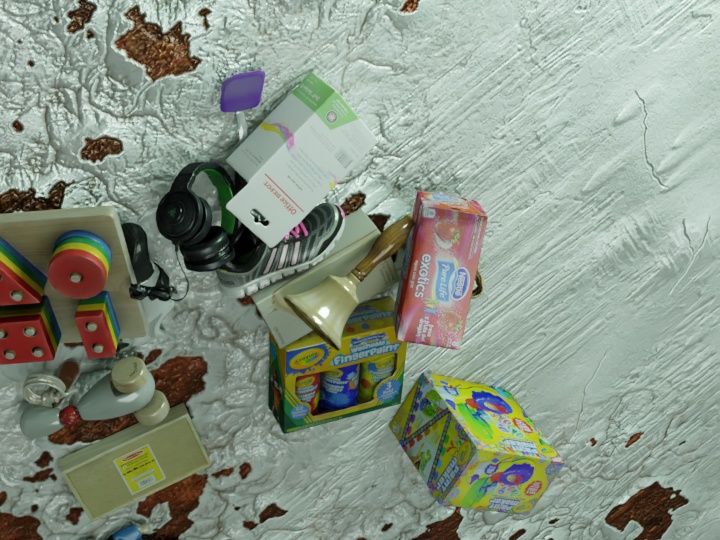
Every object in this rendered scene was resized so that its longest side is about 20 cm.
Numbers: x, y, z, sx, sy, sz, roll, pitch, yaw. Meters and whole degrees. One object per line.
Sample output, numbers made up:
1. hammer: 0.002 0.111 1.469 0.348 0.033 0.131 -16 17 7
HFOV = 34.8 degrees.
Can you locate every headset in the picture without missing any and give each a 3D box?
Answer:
1. headset: -0.219 -0.045 1.440 0.094 0.200 0.124 -2 141 26

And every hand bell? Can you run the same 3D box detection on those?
1. hand bell: 0.000 0.000 1.555 0.200 0.104 0.104 -47 134 -8

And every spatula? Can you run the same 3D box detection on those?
1. spatula: -0.152 -0.167 1.468 0.056 0.021 0.200 -13 129 -22

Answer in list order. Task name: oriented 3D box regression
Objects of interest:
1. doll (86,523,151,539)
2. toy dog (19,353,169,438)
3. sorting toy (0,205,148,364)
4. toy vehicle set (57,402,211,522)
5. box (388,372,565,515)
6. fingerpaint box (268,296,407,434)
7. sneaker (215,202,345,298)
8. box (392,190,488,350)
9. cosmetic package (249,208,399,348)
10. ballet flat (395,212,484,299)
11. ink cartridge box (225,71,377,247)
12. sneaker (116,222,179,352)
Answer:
1. doll: -0.354 0.460 1.808 0.200 0.048 0.137 22 94 -36
2. toy dog: -0.363 0.163 1.573 0.199 0.096 0.132 1 128 -11
3. sorting toy: -0.381 0.027 1.406 0.199 0.070 0.199 -4 129 3
4. toy vehicle set: -0.332 0.286 1.707 0.200 0.027 0.124 -24 132 -11
5. box: 0.188 0.285 1.880 0.200 0.193 0.122 15 116 -36
6. fingerpaint box: -0.033 0.143 1.731 0.199 0.073 0.167 -11 129 -21
7. sneaker: -0.115 -0.040 1.547 0.200 0.074 0.088 -29 139 0
8. box: 0.110 -0.001 1.614 0.095 0.100 0.201 9 105 -5
9. cosmetic package: -0.056 0.011 1.621 0.200 0.073 0.104 -31 132 -6
10. ballet flat: 0.126 -0.018 1.703 0.071 0.065 0.200 -46 132 10
11. ink cartridge box: -0.088 -0.140 1.473 0.200 0.067 0.117 -46 138 -1
12. sneaker: -0.282 0.015 1.505 0.088 0.074 0.200 -12 136 -27
